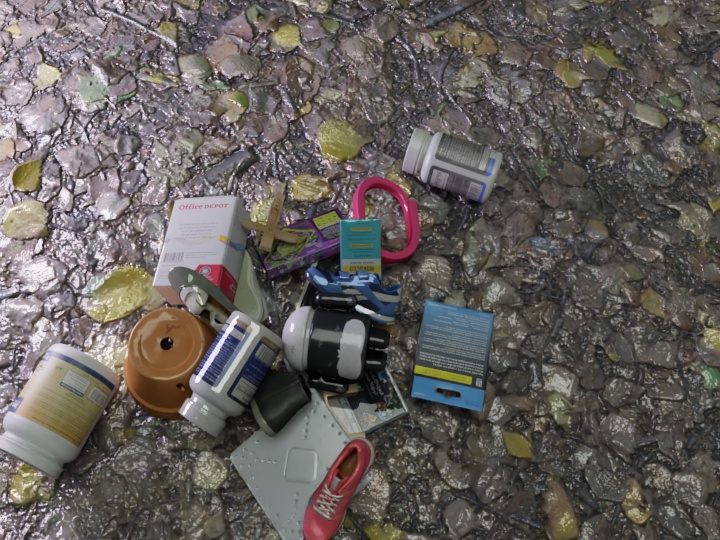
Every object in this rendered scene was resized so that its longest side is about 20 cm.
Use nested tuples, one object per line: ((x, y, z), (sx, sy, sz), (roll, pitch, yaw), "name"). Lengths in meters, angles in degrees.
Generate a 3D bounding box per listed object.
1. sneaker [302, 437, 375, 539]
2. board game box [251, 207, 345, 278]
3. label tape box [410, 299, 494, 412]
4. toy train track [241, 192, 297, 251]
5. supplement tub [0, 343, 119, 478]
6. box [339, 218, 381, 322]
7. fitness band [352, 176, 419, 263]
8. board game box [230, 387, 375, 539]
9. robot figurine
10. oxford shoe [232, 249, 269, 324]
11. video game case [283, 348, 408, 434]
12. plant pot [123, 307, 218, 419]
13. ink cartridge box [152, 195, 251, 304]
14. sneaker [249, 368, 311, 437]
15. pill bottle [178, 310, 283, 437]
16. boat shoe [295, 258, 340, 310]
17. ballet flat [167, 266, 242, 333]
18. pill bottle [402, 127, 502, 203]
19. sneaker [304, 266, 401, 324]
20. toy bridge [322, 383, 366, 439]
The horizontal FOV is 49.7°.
((-0.047, 0.373, 1.326), (0.073, 0.087, 0.202), (26, 80, 16), "sneaker")
((-0.114, -0.058, 1.588), (0.197, 0.033, 0.120), (-20, 36, -12), "board game box")
((0.176, 0.172, 1.509), (0.141, 0.064, 0.203), (12, 65, 1), "label tape box")
((-0.182, -0.094, 1.591), (0.113, 0.033, 0.201), (18, 35, -8), "toy train track")
((-0.537, 0.249, 1.378), (0.142, 0.145, 0.202), (23, 65, 7), "supplement tub")
((0.000, 0.000, 1.533), (0.081, 0.049, 0.204), (-2, 95, -3), "box")
((0.054, -0.106, 1.621), (0.141, 0.037, 0.203), (7, 60, -22), "fitness band")
((-0.104, 0.352, 1.400), (0.199, 0.026, 0.201), (-39, 72, -3), "board game box")
((-0.046, 0.133, 1.425), (0.196, 0.125, 0.153), (7, 61, 3), "robot figurine")
((-0.231, 0.036, 1.552), (0.075, 0.058, 0.202), (-31, 54, 9), "oxford shoe")
((-0.029, 0.222, 1.495), (0.179, 0.023, 0.202), (-22, 68, -13), "video game case")
((-0.349, 0.159, 1.437), (0.196, 0.141, 0.204), (1, 65, -3), "plant pot")
((-0.310, -0.039, 1.537), (0.145, 0.086, 0.203), (0, 60, 17), "ink cartridge box")
((-0.160, 0.203, 1.432), (0.106, 0.075, 0.201), (-36, 47, 1), "sneaker")
((-0.229, 0.183, 1.361), (0.110, 0.111, 0.202), (30, 77, 10), "pill bottle")
((-0.088, 0.067, 1.535), (0.066, 0.072, 0.203), (16, 63, 8), "boat shoe")
((-0.276, 0.069, 1.431), (0.199, 0.067, 0.064), (40, 26, -14), "ballet flat")
((0.196, -0.229, 1.671), (0.197, 0.114, 0.115), (20, 65, 5), "pill bottle")
((-0.011, 0.030, 1.474), (0.197, 0.074, 0.083), (24, 99, -13), "sneaker")
((-0.038, 0.228, 1.463), (0.066, 0.027, 0.203), (-8, 66, -6), "toy bridge")
